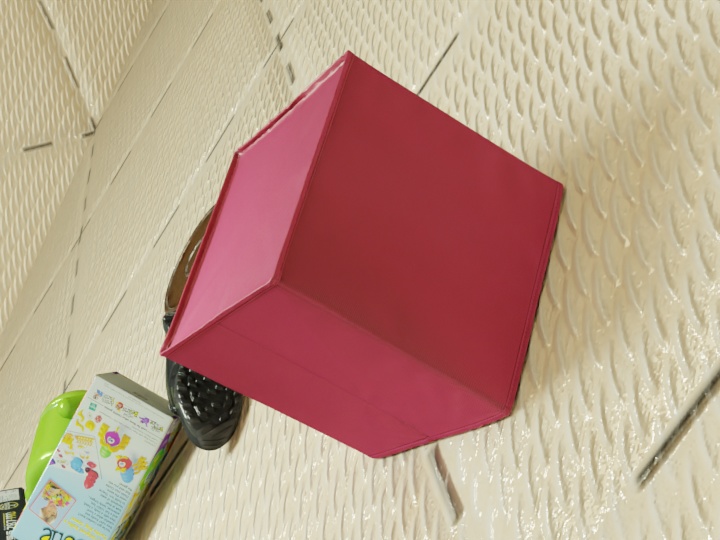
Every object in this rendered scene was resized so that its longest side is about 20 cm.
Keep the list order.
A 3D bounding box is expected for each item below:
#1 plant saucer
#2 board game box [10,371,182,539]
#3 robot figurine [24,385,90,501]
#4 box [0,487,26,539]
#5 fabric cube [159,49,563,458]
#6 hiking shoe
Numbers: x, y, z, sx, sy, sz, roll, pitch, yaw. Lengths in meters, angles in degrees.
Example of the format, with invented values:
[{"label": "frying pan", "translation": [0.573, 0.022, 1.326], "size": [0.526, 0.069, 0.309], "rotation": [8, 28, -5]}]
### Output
[{"label": "plant saucer", "translation": [-0.188, -0.012, 1.579], "size": [0.200, 0.032, 0.201], "rotation": [-49, 24, 31]}, {"label": "board game box", "translation": [-0.293, 0.229, 1.475], "size": [0.201, 0.104, 0.103], "rotation": [-61, -3, -1]}, {"label": "robot figurine", "translation": [-0.361, 0.234, 1.656], "size": [0.201, 0.115, 0.176], "rotation": [-96, 26, -58]}, {"label": "box", "translation": [-0.432, 0.382, 1.632], "size": [0.200, 0.049, 0.163], "rotation": [-148, 52, -70]}, {"label": "fabric cube", "translation": [0.000, 0.000, 0.965], "size": [0.200, 0.198, 0.198], "rotation": [-30, 38, 55]}, {"label": "hiking shoe", "translation": [-0.171, 0.134, 1.414], "size": [0.201, 0.075, 0.101], "rotation": [-111, 20, -49]}]
